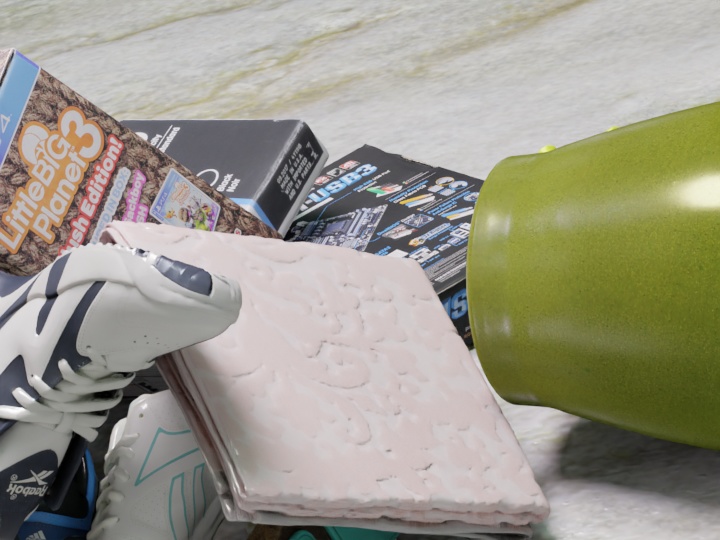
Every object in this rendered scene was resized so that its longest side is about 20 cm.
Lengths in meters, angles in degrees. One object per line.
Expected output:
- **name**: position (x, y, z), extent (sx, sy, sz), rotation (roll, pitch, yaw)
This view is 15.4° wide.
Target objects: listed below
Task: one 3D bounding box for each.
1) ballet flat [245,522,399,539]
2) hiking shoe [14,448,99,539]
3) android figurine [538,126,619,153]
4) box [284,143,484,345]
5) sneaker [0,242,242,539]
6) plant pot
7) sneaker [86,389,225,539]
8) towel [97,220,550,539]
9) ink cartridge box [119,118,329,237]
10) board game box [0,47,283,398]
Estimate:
- **ballet flat**: position (-0.035, 0.141, 1.312), extent (0.072, 0.068, 0.200), rotation (-19, 22, 33)
- **hiking shoe**: position (-0.164, 0.100, 1.385), extent (0.074, 0.087, 0.200), rotation (8, 24, -16)
- **android figurine**: position (0.171, -0.018, 1.511), extent (0.181, 0.041, 0.200), rotation (-15, 42, -19)
- **box**: position (0.000, 0.000, 1.595), extent (0.199, 0.050, 0.198), rotation (-30, 30, -33)
- **sneaker**: position (-0.137, 0.062, 1.234), extent (0.198, 0.131, 0.079), rotation (-3, -16, 37)
- **plant pot**: position (0.162, 0.004, 1.346), extent (0.191, 0.202, 0.201), rotation (-1, 26, 25)
- **sneaker**: position (-0.103, 0.112, 1.318), extent (0.200, 0.080, 0.070), rotation (-50, 11, -32)
- **towel**: position (-0.018, 0.055, 1.323), extent (0.199, 0.032, 0.192), rotation (8, 40, -38)
- **ink cartridge box**: position (-0.143, -0.009, 1.582), extent (0.199, 0.044, 0.199), rotation (-1, 48, 36)
- **board game box**: position (-0.172, -0.018, 1.394), extent (0.159, 0.200, 0.097), rotation (-3, 60, 47)
